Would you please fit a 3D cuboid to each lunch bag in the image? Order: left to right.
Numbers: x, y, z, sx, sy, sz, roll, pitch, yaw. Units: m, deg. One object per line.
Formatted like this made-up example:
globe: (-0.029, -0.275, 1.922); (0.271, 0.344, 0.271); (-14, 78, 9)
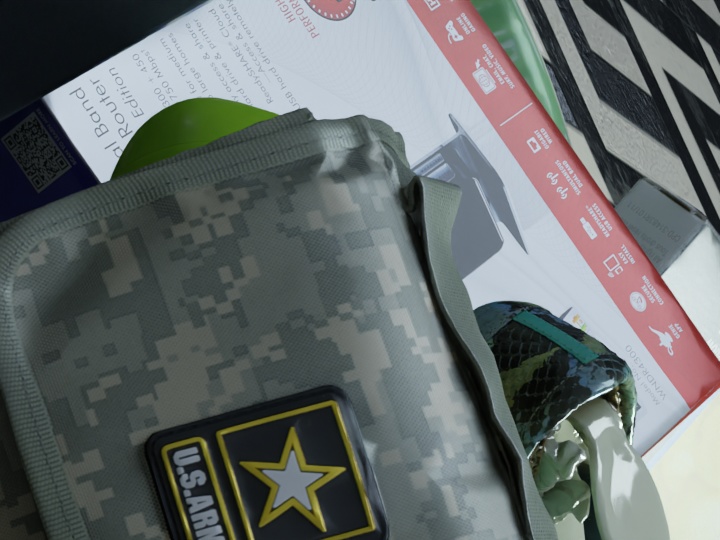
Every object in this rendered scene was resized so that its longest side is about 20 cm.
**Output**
lunch bag: (-0.051, 0.073, 0.645); (0.118, 0.200, 0.164); (15, 52, -64)

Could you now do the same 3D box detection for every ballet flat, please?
ballet flat: (0.058, 0.107, 0.810); (0.074, 0.074, 0.200); (-79, 160, -66)

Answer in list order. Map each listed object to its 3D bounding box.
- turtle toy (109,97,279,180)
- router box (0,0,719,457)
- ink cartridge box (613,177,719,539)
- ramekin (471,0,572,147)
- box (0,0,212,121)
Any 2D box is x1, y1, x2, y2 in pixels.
turtle toy: (-0.028, 0.051, 0.755); (0.101, 0.146, 0.200); (1, 74, -61)
router box: (0.000, 0.000, 0.890); (0.200, 0.049, 0.179); (55, 45, -2)
ink cartridge box: (0.093, 0.092, 1.102); (0.047, 0.200, 0.198); (37, -4, 41)
ramekin: (0.007, -0.051, 1.097); (0.200, 0.098, 0.200); (159, -90, -78)
box: (-0.129, -0.130, 0.847); (0.107, 0.148, 0.200); (53, 18, -29)
